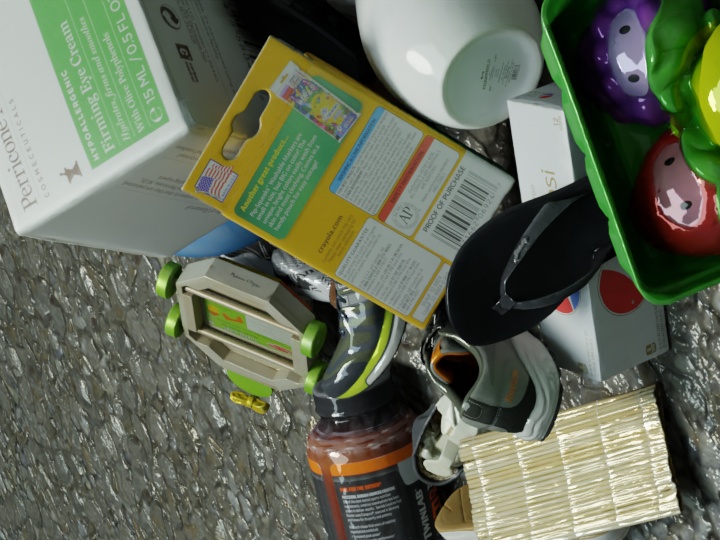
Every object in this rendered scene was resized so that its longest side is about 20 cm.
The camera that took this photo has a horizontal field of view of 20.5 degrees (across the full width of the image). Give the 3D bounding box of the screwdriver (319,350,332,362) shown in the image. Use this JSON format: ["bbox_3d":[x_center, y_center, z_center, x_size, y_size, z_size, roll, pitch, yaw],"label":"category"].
[{"bbox_3d":[-0.052,0.064,1.856,0.200,0.029,0.028,26,130,47],"label":"screwdriver"}]

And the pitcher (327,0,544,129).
[{"bbox_3d":[0.051,-0.208,1.404,0.200,0.121,0.172,-125,31,-45],"label":"pitcher"}]

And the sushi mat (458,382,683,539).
[{"bbox_3d":[0.152,0.153,1.485,0.200,0.012,0.096,-21,77,42],"label":"sushi mat"}]

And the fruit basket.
[{"bbox_3d":[0.210,-0.096,1.190,0.216,0.155,0.217,159,90,-79],"label":"fruit basket"}]

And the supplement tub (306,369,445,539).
[{"bbox_3d":[0.014,0.188,1.736,0.107,0.107,0.201,11,119,57],"label":"supplement tub"}]

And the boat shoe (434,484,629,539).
[{"bbox_3d":[0.147,0.204,1.571,0.200,0.071,0.069,-7,129,53],"label":"boat shoe"}]

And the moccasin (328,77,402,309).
[{"bbox_3d":[-0.004,-0.070,1.546,0.074,0.077,0.202,5,85,60],"label":"moccasin"}]

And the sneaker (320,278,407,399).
[{"bbox_3d":[0.000,0.000,1.479,0.074,0.081,0.201,-110,36,-72],"label":"sneaker"}]

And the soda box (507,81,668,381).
[{"bbox_3d":[0.159,-0.030,1.381,0.064,0.068,0.201,18,124,54],"label":"soda box"}]

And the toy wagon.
[{"bbox_3d":[-0.101,0.061,1.776,0.155,0.040,0.200,22,151,15],"label":"toy wagon"}]

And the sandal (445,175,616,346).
[{"bbox_3d":[0.136,-0.019,1.316,0.076,0.200,0.043,50,-164,-13],"label":"sandal"}]

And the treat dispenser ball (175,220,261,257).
[{"bbox_3d":[-0.139,-0.111,1.700,0.201,0.200,0.202,38,139,43],"label":"treat dispenser ball"}]

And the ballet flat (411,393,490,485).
[{"bbox_3d":[0.086,0.122,1.602,0.073,0.073,0.200,59,152,16],"label":"ballet flat"}]

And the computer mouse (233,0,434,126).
[{"bbox_3d":[-0.028,-0.153,1.472,0.200,0.141,0.046,33,115,-11],"label":"computer mouse"}]

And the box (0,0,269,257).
[{"bbox_3d":[-0.169,-0.139,1.493,0.171,0.200,0.200,-30,72,24],"label":"box"}]

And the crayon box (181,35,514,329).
[{"bbox_3d":[-0.010,-0.064,1.394,0.126,0.199,0.052,-59,12,7],"label":"crayon box"}]

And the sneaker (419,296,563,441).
[{"bbox_3d":[0.075,0.044,1.431,0.200,0.079,0.074,60,137,51],"label":"sneaker"}]

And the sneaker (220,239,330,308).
[{"bbox_3d":[-0.057,0.010,1.779,0.200,0.075,0.115,27,141,42],"label":"sneaker"}]
